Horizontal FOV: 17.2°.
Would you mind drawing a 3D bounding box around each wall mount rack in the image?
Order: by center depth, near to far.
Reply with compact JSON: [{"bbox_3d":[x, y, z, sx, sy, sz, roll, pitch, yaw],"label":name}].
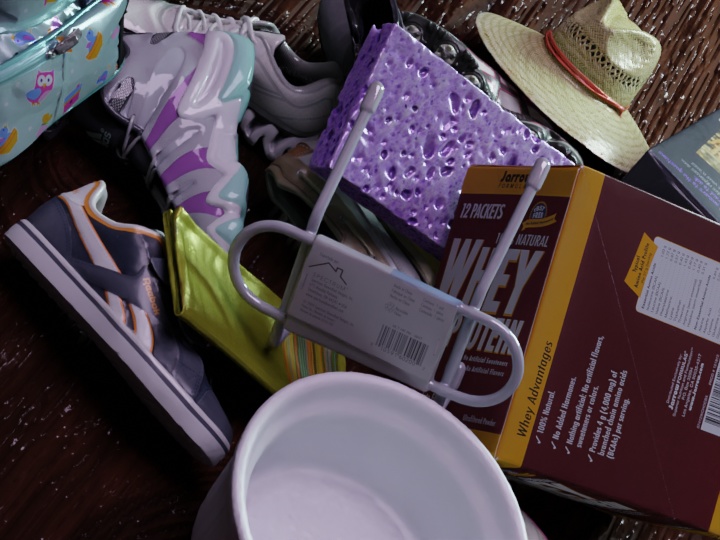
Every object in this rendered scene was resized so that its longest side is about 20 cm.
[{"bbox_3d":[0.026,-0.008,1.478,0.199,0.175,0.075,25,27,8],"label":"wall mount rack"}]

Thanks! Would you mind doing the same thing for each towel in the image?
[{"bbox_3d":[-0.062,0.040,1.524,0.200,0.018,0.086,43,27,-46],"label":"towel"}]

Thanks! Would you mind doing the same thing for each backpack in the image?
[{"bbox_3d":[-0.256,-0.161,1.508,0.175,0.154,0.200,27,51,14],"label":"backpack"}]

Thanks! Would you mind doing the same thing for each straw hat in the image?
[{"bbox_3d":[0.191,-0.170,1.898,0.201,0.085,0.201,37,20,-16],"label":"straw hat"}]

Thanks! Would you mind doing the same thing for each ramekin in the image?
[{"bbox_3d":[-0.006,0.172,1.436,0.199,0.098,0.202,16,52,-22],"label":"ramekin"}]

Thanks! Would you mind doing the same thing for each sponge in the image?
[{"bbox_3d":[0.063,-0.069,1.627,0.200,0.030,0.112,35,72,-31],"label":"sponge"}]

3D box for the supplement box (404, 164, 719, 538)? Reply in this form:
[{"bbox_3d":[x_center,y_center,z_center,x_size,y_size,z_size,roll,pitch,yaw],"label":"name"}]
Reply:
[{"bbox_3d":[0.157,0.053,1.586,0.199,0.133,0.199,21,82,-29],"label":"supplement box"}]

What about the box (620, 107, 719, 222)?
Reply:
[{"bbox_3d":[0.273,-0.048,1.866,0.106,0.122,0.200,48,40,12],"label":"box"}]

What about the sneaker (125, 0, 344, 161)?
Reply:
[{"bbox_3d":[-0.102,-0.157,1.702,0.199,0.081,0.075,27,42,-14],"label":"sneaker"}]

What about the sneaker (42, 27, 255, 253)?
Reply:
[{"bbox_3d":[-0.146,-0.076,1.605,0.139,0.078,0.201,6,59,-9],"label":"sneaker"}]

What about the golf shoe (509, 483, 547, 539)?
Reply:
[{"bbox_3d":[0.107,0.211,1.529,0.091,0.075,0.201,-8,60,-47],"label":"golf shoe"}]

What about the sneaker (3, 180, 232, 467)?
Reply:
[{"bbox_3d":[-0.132,0.027,1.486,0.079,0.078,0.200,-39,79,-13],"label":"sneaker"}]

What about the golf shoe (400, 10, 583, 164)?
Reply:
[{"bbox_3d":[0.089,-0.124,1.846,0.200,0.077,0.088,43,19,-1],"label":"golf shoe"}]

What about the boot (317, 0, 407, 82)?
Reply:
[{"bbox_3d":[0.011,-0.168,1.720,0.069,0.132,0.201,-20,52,-5],"label":"boot"}]

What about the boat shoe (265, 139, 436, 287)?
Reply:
[{"bbox_3d":[0.000,0.000,1.650,0.068,0.075,0.201,-21,69,-25],"label":"boat shoe"}]

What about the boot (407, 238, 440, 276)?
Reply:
[{"bbox_3d":[0.115,0.005,1.735,0.174,0.066,0.201,7,48,-35],"label":"boot"}]
